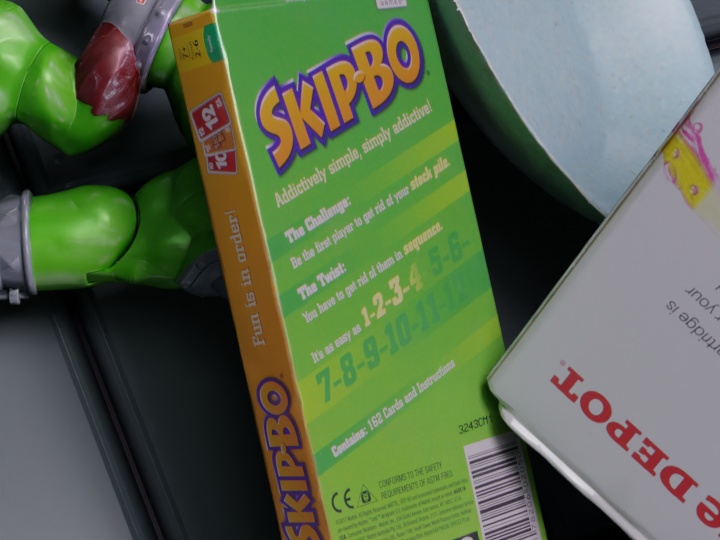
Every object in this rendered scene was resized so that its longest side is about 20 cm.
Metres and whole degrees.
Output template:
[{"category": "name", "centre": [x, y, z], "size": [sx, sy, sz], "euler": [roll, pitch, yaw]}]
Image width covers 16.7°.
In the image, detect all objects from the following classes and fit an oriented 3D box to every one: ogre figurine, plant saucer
[{"category": "ogre figurine", "centre": [-0.062, -0.065, 0.807], "size": [0.119, 0.098, 0.200], "euler": [22, 46, 8]}, {"category": "plant saucer", "centre": [0.060, -0.093, 0.847], "size": [0.201, 0.039, 0.202], "euler": [40, 37, -39]}]

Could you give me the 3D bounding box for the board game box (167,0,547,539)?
[{"category": "board game box", "centre": [0.000, 0.000, 0.735], "size": [0.095, 0.030, 0.201], "euler": [-13, 93, -48]}]

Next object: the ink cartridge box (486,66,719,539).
[{"category": "ink cartridge box", "centre": [0.154, 0.003, 0.715], "size": [0.146, 0.200, 0.083], "euler": [43, 30, 12]}]
